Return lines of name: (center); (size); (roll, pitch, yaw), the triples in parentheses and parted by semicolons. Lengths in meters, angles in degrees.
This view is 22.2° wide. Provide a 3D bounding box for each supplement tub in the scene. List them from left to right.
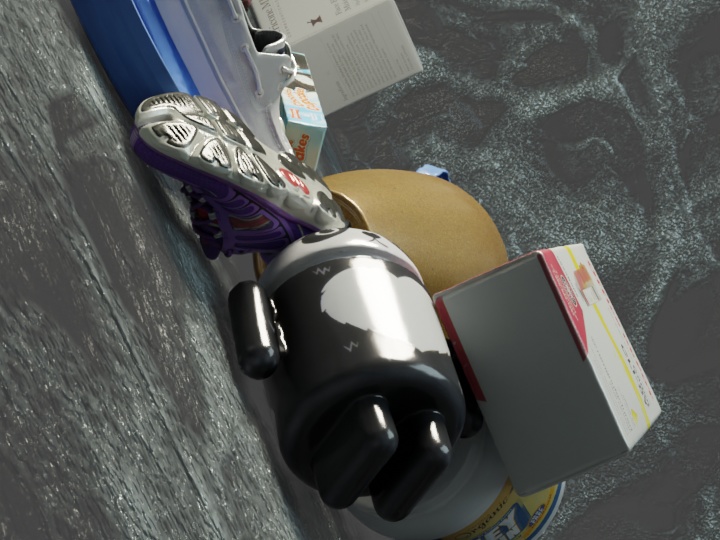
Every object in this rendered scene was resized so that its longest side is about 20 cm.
supplement tub: (0.059, 0.133, 1.347); (0.200, 0.144, 0.145); (35, 29, -62)

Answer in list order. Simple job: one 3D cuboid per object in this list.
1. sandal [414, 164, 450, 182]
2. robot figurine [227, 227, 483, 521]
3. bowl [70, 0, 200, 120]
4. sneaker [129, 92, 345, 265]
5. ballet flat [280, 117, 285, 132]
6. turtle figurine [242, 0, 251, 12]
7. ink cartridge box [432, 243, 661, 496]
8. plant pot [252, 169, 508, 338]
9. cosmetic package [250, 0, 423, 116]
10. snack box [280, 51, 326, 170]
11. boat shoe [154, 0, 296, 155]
sandal: (0.062, -0.011, 1.524); (0.200, 0.087, 0.079); (62, 6, 19)
robot figurine: (-0.002, 0.062, 1.183); (0.200, 0.124, 0.150); (-107, 173, -45)
bowl: (-0.155, -0.169, 1.235); (0.201, 0.039, 0.201); (-26, 90, -86)
sneaker: (-0.085, -0.045, 1.193); (0.200, 0.083, 0.081); (33, 19, -52)
ballet flat: (-0.100, -0.123, 1.451); (0.067, 0.070, 0.201); (52, 14, -77)
turtle figurine: (-0.133, -0.237, 1.557); (0.200, 0.100, 0.150); (74, 3, -51)
ink cartridge box: (0.134, 0.062, 1.270); (0.146, 0.083, 0.200); (65, 14, 4)
plant pot: (0.000, 0.000, 1.390); (0.187, 0.186, 0.200); (66, 14, 15)
cosmetic package: (-0.039, -0.361, 2.753); (0.165, 0.199, 0.165); (61, 5, -48)
snack box: (-0.068, -0.107, 1.587); (0.200, 0.037, 0.117); (-107, -151, -65)
boat shoe: (-0.082, -0.146, 1.276); (0.072, 0.068, 0.200); (-107, 171, -63)
